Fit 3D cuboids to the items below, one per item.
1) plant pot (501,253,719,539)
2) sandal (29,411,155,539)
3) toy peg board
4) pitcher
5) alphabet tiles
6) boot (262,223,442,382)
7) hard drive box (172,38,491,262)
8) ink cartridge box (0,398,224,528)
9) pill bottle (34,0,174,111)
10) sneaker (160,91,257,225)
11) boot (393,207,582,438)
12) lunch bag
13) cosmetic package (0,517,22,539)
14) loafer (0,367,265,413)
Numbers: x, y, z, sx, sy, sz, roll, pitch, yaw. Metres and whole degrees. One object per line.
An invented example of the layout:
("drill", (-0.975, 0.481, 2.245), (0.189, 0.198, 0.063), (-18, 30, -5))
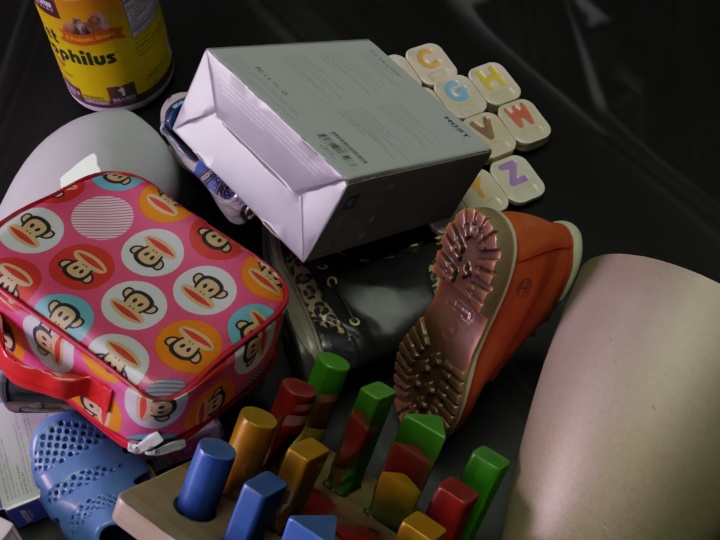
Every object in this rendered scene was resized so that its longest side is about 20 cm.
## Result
("plant pot", (0.183, 0.126, 0.730), (0.186, 0.188, 0.201), (27, 73, 21))
("sandal", (-0.163, 0.177, 0.737), (0.079, 0.087, 0.201), (-34, 71, -14))
("toy peg board", (-0.014, 0.142, 0.700), (0.199, 0.099, 0.199), (29, 18, 22))
("pitcher", (-0.225, -0.027, 0.886), (0.171, 0.122, 0.200), (33, 67, 26))
("alphabet tiles", (0.069, -0.124, 0.974), (0.198, 0.015, 0.197), (-22, 63, -21))
("boot", (0.000, 0.000, 0.882), (0.149, 0.074, 0.201), (-10, 45, -9))
("hard drive box", (-0.016, -0.101, 0.839), (0.156, 0.077, 0.199), (45, 34, 21))
("ink cartridge box", (-0.216, 0.115, 0.836), (0.198, 0.042, 0.120), (-20, 57, -13))
("pill bottle", (-0.240, -0.248, 0.993), (0.108, 0.201, 0.110), (-2, 54, 3))
("sneaker", (-0.131, -0.121, 0.923), (0.077, 0.085, 0.200), (-43, 39, -3))
("boot", (0.094, 0.047, 0.794), (0.106, 0.202, 0.075), (-4, 38, -38))
("lunch bag", (-0.166, 0.028, 0.745), (0.199, 0.082, 0.176), (34, 46, 18))
("cosmetic package", (-0.306, 0.171, 0.729), (0.198, 0.083, 0.051), (18, 50, 24))
("loafer", (-0.168, 0.077, 0.806), (0.197, 0.063, 0.072), (5, 32, -13))
